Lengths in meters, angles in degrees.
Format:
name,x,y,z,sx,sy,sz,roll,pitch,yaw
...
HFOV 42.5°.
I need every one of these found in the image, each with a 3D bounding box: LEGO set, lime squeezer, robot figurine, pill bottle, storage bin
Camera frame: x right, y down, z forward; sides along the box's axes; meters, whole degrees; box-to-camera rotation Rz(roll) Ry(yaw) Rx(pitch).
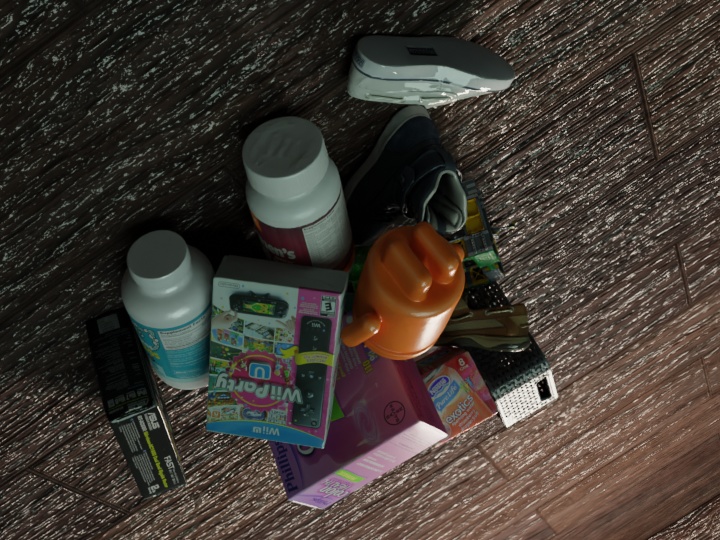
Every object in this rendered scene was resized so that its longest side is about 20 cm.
name,x,y,z,sx,sy,sz,roll,pitch,yaw
LEGO set,0.119,-0.045,1.241,0.152,0.118,0.199,-21,161,21
lime squeezer,0.000,0.000,1.174,0.037,0.072,0.201,-4,150,-12
robot figurine,0.050,0.029,1.054,0.115,0.146,0.201,16,150,0
pill bottle,-0.216,0.044,1.093,0.109,0.112,0.202,-21,142,-11
storage bin,0.199,0.112,1.374,0.093,0.202,0.136,-28,144,0
pill bottle,-0.070,-0.071,1.057,0.108,0.110,0.201,-23,143,-8

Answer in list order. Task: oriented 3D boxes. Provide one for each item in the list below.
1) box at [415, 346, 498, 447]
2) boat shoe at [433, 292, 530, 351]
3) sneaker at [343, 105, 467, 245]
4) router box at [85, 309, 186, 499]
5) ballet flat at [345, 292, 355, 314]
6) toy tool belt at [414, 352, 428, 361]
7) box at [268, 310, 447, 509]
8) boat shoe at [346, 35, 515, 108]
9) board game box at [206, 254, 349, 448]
name,x,y,z,sx,sy,sz,roll,pitch,yaw
box,0.114,0.172,1.307,0.101,0.096,0.200,-26,179,-3
boat shoe,0.137,0.068,1.281,0.196,0.075,0.076,4,-179,12
sneaker,0.049,-0.072,1.108,0.076,0.147,0.204,-1,136,-35
router box,-0.280,0.171,1.163,0.061,0.151,0.202,-18,142,-12
ballet flat,0.025,0.081,1.346,0.198,0.070,0.070,12,127,-43
toy tool belt,0.100,0.233,1.516,0.123,0.124,0.201,-26,144,-3
box,-0.020,0.173,1.184,0.198,0.178,0.096,-33,149,15
boat shoe,0.077,-0.212,1.027,0.197,0.073,0.066,-5,142,-28
board game box,-0.097,0.095,1.066,0.145,0.065,0.203,8,116,2
